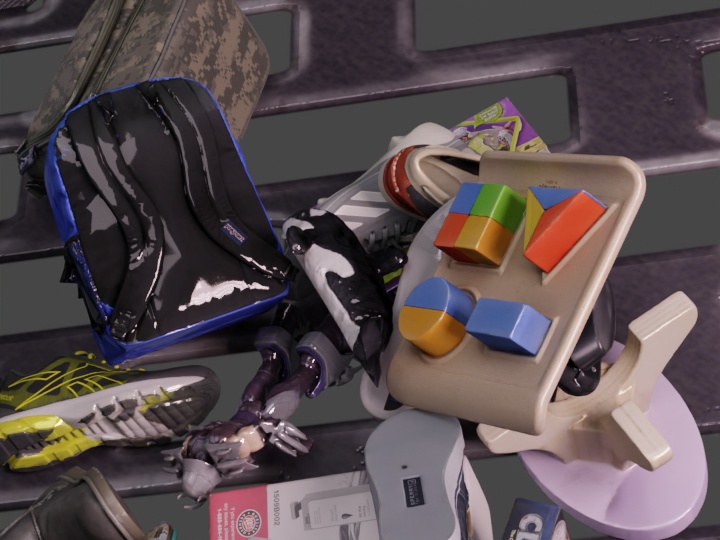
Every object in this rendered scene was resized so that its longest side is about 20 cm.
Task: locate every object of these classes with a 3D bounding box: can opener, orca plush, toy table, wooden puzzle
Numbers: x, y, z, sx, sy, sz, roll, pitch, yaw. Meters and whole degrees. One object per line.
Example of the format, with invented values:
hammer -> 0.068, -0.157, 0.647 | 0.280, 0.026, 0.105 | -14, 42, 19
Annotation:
can opener -> 0.155, 0.004, 1.471 | 0.079, 0.063, 0.200 | -27, 39, 29
orca plush -> 0.000, 0.000, 1.522 | 0.071, 0.105, 0.200 | -34, 21, 2
toy table -> 0.172, 0.098, 1.508 | 0.184, 0.117, 0.200 | -42, 56, -15
wooden puzzle -> 0.098, 0.006, 1.435 | 0.185, 0.046, 0.200 | 8, 73, 56

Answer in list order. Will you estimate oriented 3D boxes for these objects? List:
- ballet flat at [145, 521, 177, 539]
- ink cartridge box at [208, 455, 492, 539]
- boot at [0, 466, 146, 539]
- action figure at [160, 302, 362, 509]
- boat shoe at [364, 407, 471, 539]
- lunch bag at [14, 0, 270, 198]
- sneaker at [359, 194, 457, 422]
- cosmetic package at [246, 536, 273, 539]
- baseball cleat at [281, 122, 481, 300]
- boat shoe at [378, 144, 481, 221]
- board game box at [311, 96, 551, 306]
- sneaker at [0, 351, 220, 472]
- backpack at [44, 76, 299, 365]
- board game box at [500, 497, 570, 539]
ballet flat -> -0.185, 0.271, 1.508 | 0.072, 0.072, 0.201 | 0, 57, 15
ink cartridge box -> -0.004, 0.226, 1.486 | 0.200, 0.083, 0.147 | -10, 53, 8
boot -> -0.266, 0.232, 1.526 | 0.200, 0.182, 0.073 | -35, 96, -18
action figure -> -0.077, 0.113, 1.579 | 0.130, 0.069, 0.200 | 0, 41, 44
boat shoe -> 0.043, 0.178, 1.418 | 0.071, 0.091, 0.200 | -9, 26, 6
lunch bag -> -0.199, -0.151, 1.782 | 0.168, 0.139, 0.200 | -5, 51, 34
sneaker -> 0.074, 0.034, 1.575 | 0.073, 0.112, 0.200 | 28, 88, 28
cosmetic package -> -0.056, 0.294, 1.365 | 0.081, 0.200, 0.113 | 6, 23, 18
baseball cleat -> 0.022, -0.037, 1.641 | 0.106, 0.070, 0.200 | 36, 74, 27
boat shoe -> 0.113, -0.054, 1.603 | 0.200, 0.063, 0.071 | 17, 72, -22
board game box -> 0.068, -0.055, 1.699 | 0.200, 0.032, 0.120 | -30, 56, -6
sneaker -> -0.212, 0.097, 1.641 | 0.200, 0.075, 0.085 | -13, 53, 7
backpack -> -0.170, -0.040, 1.609 | 0.162, 0.168, 0.200 | -19, 85, -21
board game box -> 0.102, 0.275, 1.390 | 0.035, 0.136, 0.200 | 11, 60, 22
